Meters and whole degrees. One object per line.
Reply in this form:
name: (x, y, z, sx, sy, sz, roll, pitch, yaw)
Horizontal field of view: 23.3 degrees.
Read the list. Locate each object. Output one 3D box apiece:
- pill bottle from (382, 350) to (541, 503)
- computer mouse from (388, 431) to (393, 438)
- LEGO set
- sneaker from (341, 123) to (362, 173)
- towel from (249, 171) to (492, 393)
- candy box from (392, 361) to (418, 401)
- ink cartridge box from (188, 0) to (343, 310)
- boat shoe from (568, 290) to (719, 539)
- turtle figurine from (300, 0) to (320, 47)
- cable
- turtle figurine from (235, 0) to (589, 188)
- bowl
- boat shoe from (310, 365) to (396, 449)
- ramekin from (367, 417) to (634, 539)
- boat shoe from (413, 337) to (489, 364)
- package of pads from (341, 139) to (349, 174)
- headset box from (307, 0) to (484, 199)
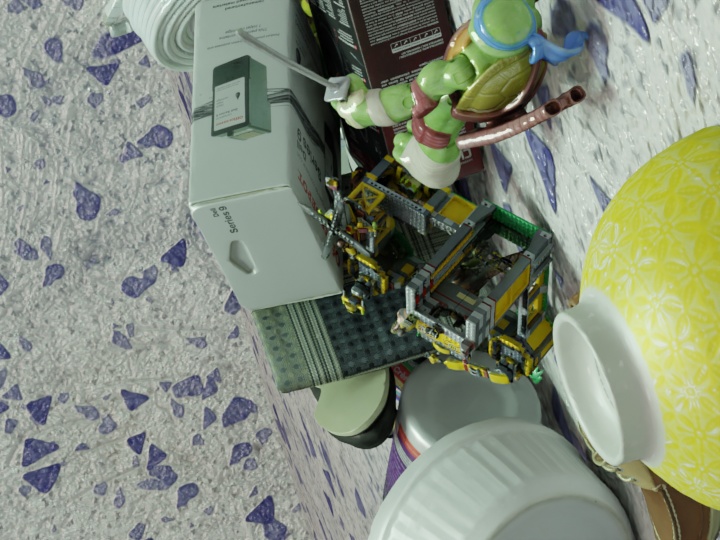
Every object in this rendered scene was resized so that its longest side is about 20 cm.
pill bottle: (0.075, 0.167, 1.390, 0.201, 0.110, 0.112, 98, 152, -47)
computer mouse: (0.104, 0.189, 1.522, 0.200, 0.044, 0.110, 43, 171, 3)
LEGO set: (0.043, 0.018, 1.243, 0.199, 0.116, 0.154, 34, 148, 17)
sneaker: (0.022, -0.090, 1.490, 0.090, 0.066, 0.202, -179, 71, -84)
towel: (0.000, 0.000, 1.384, 0.035, 0.191, 0.201, 80, 172, -50)
candy box: (0.022, 0.049, 1.565, 0.169, 0.077, 0.200, 45, 174, -9)
ink cartridge box: (-0.069, -0.093, 1.341, 0.146, 0.083, 0.202, 64, -160, -53)
boat shoe: (0.162, 0.084, 1.026, 0.076, 0.073, 0.202, -128, 21, -63)
turtle figurine: (-0.049, -0.197, 1.463, 0.064, 0.199, 0.162, 45, 144, 15)
cable: (-0.113, -0.257, 1.539, 0.070, 0.199, 0.200, 62, 146, 15)
turtle figurine: (0.043, -0.145, 1.062, 0.194, 0.198, 0.145, 85, -163, -71)
bowl: (0.159, 0.040, 0.860, 0.200, 0.107, 0.202, 160, 90, -80)
boat shoe: (0.000, 0.102, 1.391, 0.063, 0.074, 0.201, 50, 178, -15)
ramekin: (0.110, 0.215, 1.258, 0.094, 0.201, 0.204, 28, 139, 56)
boat shoe: (0.037, 0.035, 1.428, 0.199, 0.075, 0.062, 30, 162, 10)
package of pads: (-0.057, -0.116, 1.632, 0.069, 0.153, 0.201, -108, 7, -47)
headset box: (0.023, -0.155, 1.335, 0.149, 0.074, 0.202, -132, 25, -67)
